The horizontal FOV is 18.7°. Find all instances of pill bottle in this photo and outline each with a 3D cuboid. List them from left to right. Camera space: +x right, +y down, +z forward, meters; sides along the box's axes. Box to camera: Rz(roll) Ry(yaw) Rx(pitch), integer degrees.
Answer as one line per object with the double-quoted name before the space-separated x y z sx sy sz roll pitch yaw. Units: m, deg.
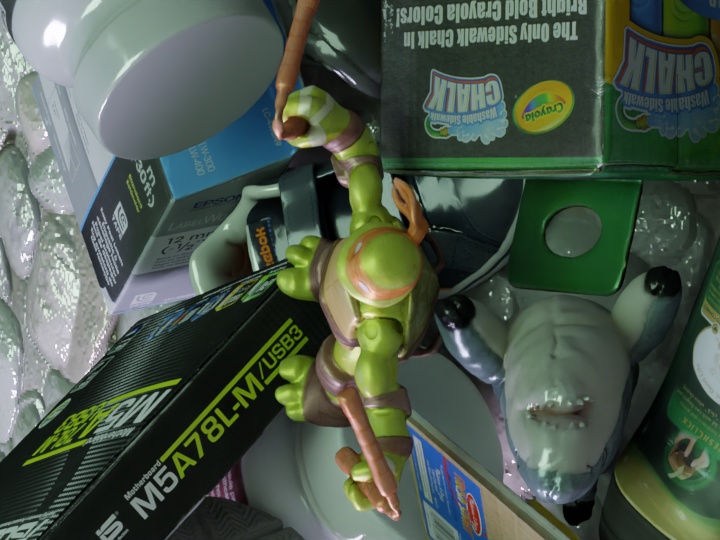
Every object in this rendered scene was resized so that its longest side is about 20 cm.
"pill bottle" -0.121 -0.156 0.995 0.200 0.116 0.116 57 131 24
"pill bottle" -0.031 0.109 1.031 0.200 0.114 0.115 -28 72 47

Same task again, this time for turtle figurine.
"turtle figurine" 0.000 0.000 0.851 0.161 0.064 0.201 127 132 -76

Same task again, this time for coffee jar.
"coffee jar" 0.164 0.038 0.808 0.085 0.104 0.201 41 123 38

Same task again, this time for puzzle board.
"puzzle board" 0.082 0.156 0.897 0.151 0.017 0.200 40 155 36

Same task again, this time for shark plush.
"shark plush" 0.073 0.061 0.857 0.200 0.090 0.084 101 163 -76

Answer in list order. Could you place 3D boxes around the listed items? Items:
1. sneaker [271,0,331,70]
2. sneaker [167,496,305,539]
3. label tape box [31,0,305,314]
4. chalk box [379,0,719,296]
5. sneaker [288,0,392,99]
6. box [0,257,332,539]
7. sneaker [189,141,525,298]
"sneaker" 0.012 -0.111 1.006 0.200 0.073 0.085 56 145 36
"sneaker" -0.031 0.193 0.935 0.200 0.077 0.112 45 143 31
"label tape box" -0.098 -0.086 1.090 0.144 0.066 0.200 69 155 19
"chalk box" 0.090 -0.092 0.862 0.125 0.124 0.201 5 95 47
"sneaker" 0.022 -0.161 0.924 0.088 0.074 0.201 -33 34 38
"box" -0.111 0.084 0.983 0.048 0.193 0.200 51 151 -11
"sneaker" -0.001 -0.017 1.013 0.200 0.079 0.079 -27 72 45
